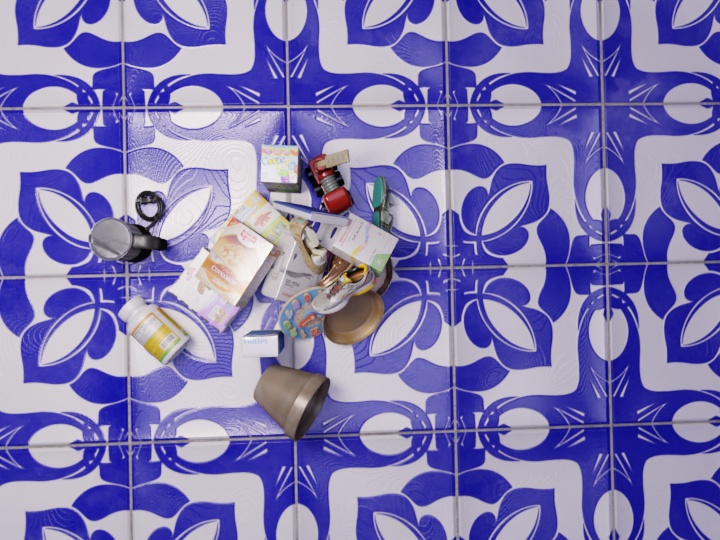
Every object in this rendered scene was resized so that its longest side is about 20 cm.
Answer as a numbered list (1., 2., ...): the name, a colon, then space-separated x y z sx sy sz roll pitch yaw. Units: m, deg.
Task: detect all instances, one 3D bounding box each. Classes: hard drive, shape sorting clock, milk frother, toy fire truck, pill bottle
1. hard drive: -0.145 -0.165 1.618 0.131 0.199 0.026 5 101 -41
2. shape sorting clock: -0.143 0.128 1.657 0.199 0.201 0.039 -29 51 -3
3. milk frother: -0.657 -0.131 1.616 0.179 0.188 0.202 -13 90 -4
4. toy fire truck: -0.077 -0.263 1.641 0.128 0.200 0.177 -25 91 -2
5. pill bottle: -0.604 0.170 1.654 0.200 0.111 0.111 43 88 -2

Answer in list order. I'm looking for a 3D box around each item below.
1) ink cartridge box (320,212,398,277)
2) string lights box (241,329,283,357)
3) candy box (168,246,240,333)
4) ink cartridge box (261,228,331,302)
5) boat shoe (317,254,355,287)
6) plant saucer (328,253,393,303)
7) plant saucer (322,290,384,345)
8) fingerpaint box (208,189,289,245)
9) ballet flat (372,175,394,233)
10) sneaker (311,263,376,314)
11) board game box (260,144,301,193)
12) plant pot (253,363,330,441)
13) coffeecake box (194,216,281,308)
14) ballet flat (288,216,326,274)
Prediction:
1. ink cartridge box: -0.006 -0.081 1.624 0.199 0.067 0.118 28 73 2
2. string lights box: -0.277 0.206 1.626 0.102 0.200 0.060 -1 89 -2
3. candy box: -0.436 0.057 1.684 0.200 0.072 0.168 39 88 -2
4. ink cartridge box: -0.184 -0.002 1.658 0.146 0.082 0.202 21 87 -45
5. boat shoe: -0.055 -0.018 1.676 0.200 0.072 0.068 -41 85 -9
6. plant saucer: 0.000 0.000 1.726 0.198 0.034 0.203 0 89 -4
7. plant saucer: -0.026 0.130 1.681 0.198 0.035 0.202 -14 127 -20
8. fingerpaint box: -0.319 -0.108 1.690 0.167 0.073 0.200 42 86 -3
9. ballet flat: 0.071 -0.184 1.722 0.073 0.074 0.202 6 87 -3
10. sneaker: -0.053 0.045 1.569 0.199 0.082 0.078 -35 54 -8
11. board game box: -0.225 -0.289 1.634 0.104 0.200 0.104 2 89 -2
12. plant pot: -0.208 0.363 1.647 0.172 0.200 0.201 27 88 14
13. coffeecake box: -0.344 -0.022 1.596 0.153 0.073 0.201 33 90 14
14. ballet flat: -0.134 -0.062 1.584 0.071 0.065 0.201 -53 133 -27
